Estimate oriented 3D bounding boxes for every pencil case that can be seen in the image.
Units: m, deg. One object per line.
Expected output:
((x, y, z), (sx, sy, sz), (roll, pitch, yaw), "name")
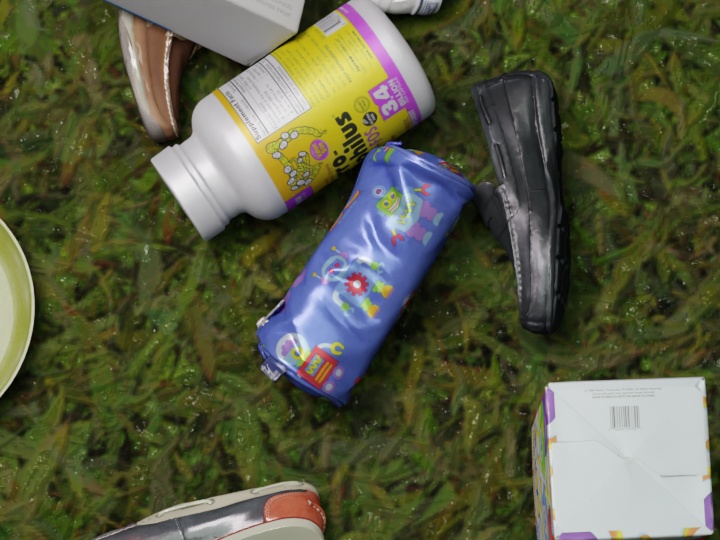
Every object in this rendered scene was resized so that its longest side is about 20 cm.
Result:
((0.000, 0.000, 1.489), (0.087, 0.078, 0.200), (32, 89, 2), "pencil case")

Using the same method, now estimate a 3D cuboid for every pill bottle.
((-0.051, -0.106, 1.513), (0.200, 0.104, 0.104), (-34, 78, -4), "pill bottle")

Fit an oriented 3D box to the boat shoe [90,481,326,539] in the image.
((-0.122, 0.197, 1.476), (0.199, 0.071, 0.063), (-13, 35, 3), "boat shoe")

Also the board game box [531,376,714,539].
((0.173, 0.140, 1.399), (0.104, 0.200, 0.103), (-2, 78, 2), "board game box")

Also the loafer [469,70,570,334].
((0.116, -0.049, 1.514), (0.070, 0.068, 0.201), (-7, 74, 12), "loafer")

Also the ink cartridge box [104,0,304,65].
((-0.105, -0.275, 1.516), (0.146, 0.084, 0.201), (22, 66, -25), "ink cartridge box")

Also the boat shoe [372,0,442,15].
((0.009, -0.291, 1.562), (0.086, 0.075, 0.203), (-3, 84, -15), "boat shoe")

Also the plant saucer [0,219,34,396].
((-0.339, 0.033, 1.537), (0.199, 0.031, 0.201), (-1, 79, 3), "plant saucer")

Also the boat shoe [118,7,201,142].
((-0.144, -0.197, 1.554), (0.071, 0.076, 0.201), (-5, 79, 0), "boat shoe")
